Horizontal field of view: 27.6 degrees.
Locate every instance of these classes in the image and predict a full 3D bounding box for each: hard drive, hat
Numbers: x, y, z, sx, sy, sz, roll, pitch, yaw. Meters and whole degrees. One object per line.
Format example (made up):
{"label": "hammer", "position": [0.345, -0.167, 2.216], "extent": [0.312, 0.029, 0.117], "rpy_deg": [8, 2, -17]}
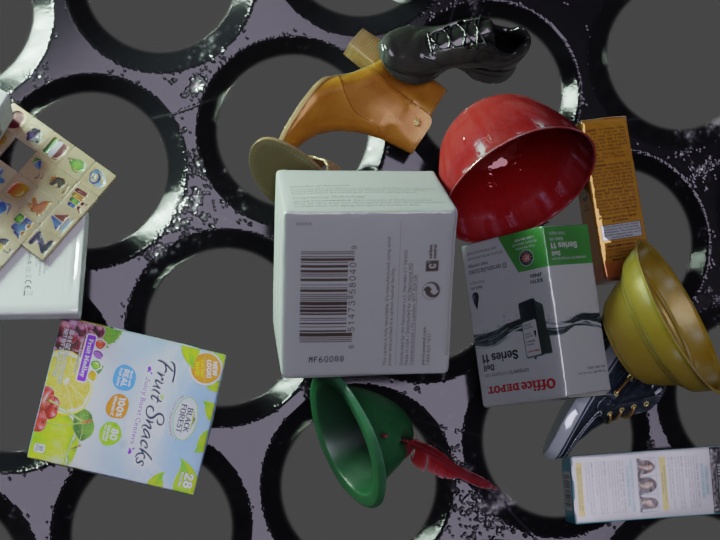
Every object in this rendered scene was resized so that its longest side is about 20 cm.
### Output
{"label": "hard drive", "position": [-0.420, -0.007, 1.709], "extent": [0.198, 0.027, 0.133], "rpy_deg": [-1, 67, 1]}
{"label": "hat", "position": [0.054, 0.175, 1.734], "extent": [0.175, 0.201, 0.166], "rpy_deg": [-22, 49, -23]}

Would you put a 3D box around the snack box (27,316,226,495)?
{"label": "snack box", "position": [-0.271, 0.159, 1.718], "extent": [0.198, 0.068, 0.170], "rpy_deg": [13, 81, -6]}

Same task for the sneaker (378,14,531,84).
{"label": "sneaker", "position": [0.116, -0.276, 1.777], "extent": [0.198, 0.091, 0.077], "rpy_deg": [-6, 74, -26]}

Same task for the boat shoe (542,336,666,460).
{"label": "boat shoe", "position": [0.306, 0.161, 1.784], "extent": [0.091, 0.071, 0.201], "rpy_deg": [34, 79, 2]}

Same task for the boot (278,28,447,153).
{"label": "boot", "position": [0.005, -0.184, 1.787], "extent": [0.144, 0.071, 0.202], "rpy_deg": [39, 77, -1]}

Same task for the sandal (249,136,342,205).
{"label": "sandal", "position": [-0.047, -0.099, 1.782], "extent": [0.211, 0.070, 0.078], "rpy_deg": [37, 120, -17]}

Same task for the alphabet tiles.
{"label": "alphabet tiles", "position": [-0.411, -0.081, 1.722], "extent": [0.167, 0.008, 0.200], "rpy_deg": [35, 73, 14]}

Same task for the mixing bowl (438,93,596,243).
{"label": "mixing bowl", "position": [0.170, -0.137, 1.759], "extent": [0.199, 0.201, 0.109], "rpy_deg": [-20, 57, -9]}

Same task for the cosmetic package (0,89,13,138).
{"label": "cosmetic package", "position": [-0.518, -0.197, 1.712], "extent": [0.199, 0.071, 0.102], "rpy_deg": [25, 70, 1]}

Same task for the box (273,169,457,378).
{"label": "box", "position": [0.000, 0.000, 1.686], "extent": [0.198, 0.171, 0.201], "rpy_deg": [-1, 109, -7]}

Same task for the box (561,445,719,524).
{"label": "box", "position": [0.349, 0.260, 1.790], "extent": [0.198, 0.049, 0.083], "rpy_deg": [-3, 84, -7]}

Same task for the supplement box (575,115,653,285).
{"label": "supplement box", "position": [0.308, -0.086, 1.815], "extent": [0.068, 0.067, 0.202], "rpy_deg": [-10, 86, -8]}

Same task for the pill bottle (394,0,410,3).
{"label": "pill bottle", "position": [0.088, -0.435, 1.802], "extent": [0.113, 0.113, 0.200], "rpy_deg": [45, 80, 0]}

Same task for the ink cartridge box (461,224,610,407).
{"label": "ink cartridge box", "position": [0.207, 0.057, 1.739], "extent": [0.083, 0.146, 0.202], "rpy_deg": [-3, 83, -39]}

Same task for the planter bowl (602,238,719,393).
{"label": "planter bowl", "position": [0.340, 0.070, 1.716], "extent": [0.083, 0.200, 0.201], "rpy_deg": [-30, 88, 20]}
